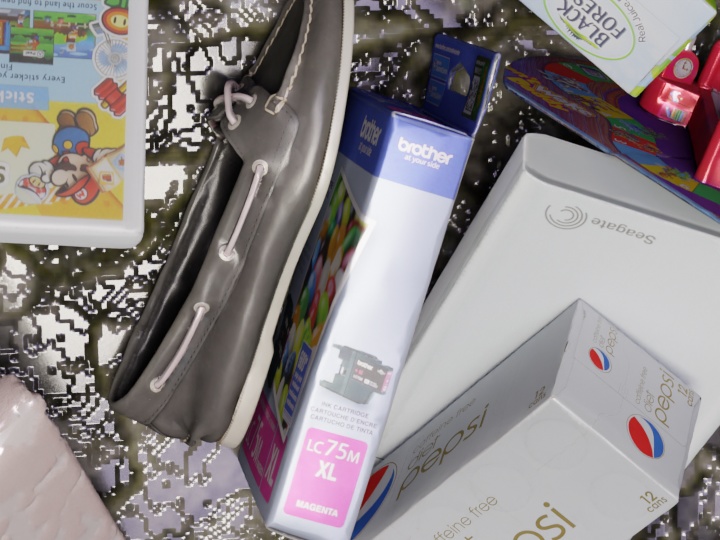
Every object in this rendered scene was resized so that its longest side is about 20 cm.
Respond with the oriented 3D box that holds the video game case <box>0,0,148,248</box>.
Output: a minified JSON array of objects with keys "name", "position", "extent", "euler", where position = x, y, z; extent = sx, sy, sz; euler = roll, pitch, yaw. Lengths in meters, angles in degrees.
[{"name":"video game case","position":[-0.177,-0.102,0.947],"extent":[0.199,0.023,0.183],"euler":[3,74,-11]}]

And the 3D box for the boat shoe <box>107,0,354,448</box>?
[{"name":"boat shoe","position":[-0.052,-0.025,1.050],"extent":[0.057,0.067,0.201],"euler":[13,100,-17]}]

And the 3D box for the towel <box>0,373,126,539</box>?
[{"name":"towel","position":[-0.169,0.154,0.977],"extent":[0.032,0.191,0.200],"euler":[32,72,23]}]

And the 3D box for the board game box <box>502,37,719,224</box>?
[{"name":"board game box","position":[0.153,-0.058,1.009],"extent":[0.158,0.200,0.039],"euler":[2,116,-45]}]

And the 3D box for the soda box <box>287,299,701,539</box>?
[{"name":"soda box","position":[0.043,0.100,1.036],"extent":[0.068,0.064,0.200],"euler":[38,127,-13]}]

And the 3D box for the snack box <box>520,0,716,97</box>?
[{"name":"snack box","position":[0.048,-0.171,1.002],"extent":[0.200,0.142,0.053],"euler":[38,115,-14]}]

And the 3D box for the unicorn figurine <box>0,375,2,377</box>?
[{"name":"unicorn figurine","position":[-0.229,0.011,1.003],"extent":[0.074,0.137,0.200],"euler":[-49,118,-10]}]

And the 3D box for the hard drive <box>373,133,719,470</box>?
[{"name":"hard drive","position":[0.087,0.035,1.041],"extent":[0.131,0.027,0.200],"euler":[17,137,-12]}]

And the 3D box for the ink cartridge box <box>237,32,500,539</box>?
[{"name":"ink cartridge box","position":[0.000,0.000,1.035],"extent":[0.042,0.119,0.201],"euler":[18,96,-11]}]
